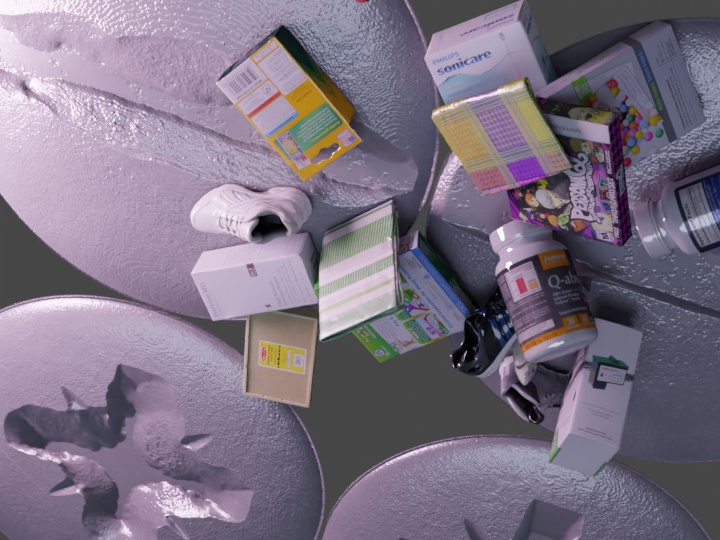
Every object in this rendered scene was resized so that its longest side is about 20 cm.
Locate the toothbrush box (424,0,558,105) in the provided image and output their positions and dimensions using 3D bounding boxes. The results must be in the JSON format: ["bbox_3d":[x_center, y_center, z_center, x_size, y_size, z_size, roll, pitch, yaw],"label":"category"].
[{"bbox_3d":[0.197,-0.253,1.626,0.145,0.086,0.201,-17,119,24],"label":"toothbrush box"}]

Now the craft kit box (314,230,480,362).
[{"bbox_3d":[0.061,0.046,1.863,0.196,0.049,0.200,-24,128,23],"label":"craft kit box"}]

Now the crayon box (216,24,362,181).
[{"bbox_3d":[-0.100,-0.245,1.723,0.125,0.052,0.200,-31,111,29],"label":"crayon box"}]

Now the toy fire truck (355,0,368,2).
[{"bbox_3d":[-0.007,-0.468,1.531,0.167,0.112,0.201,34,128,19],"label":"toy fire truck"}]

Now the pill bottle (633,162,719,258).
[{"bbox_3d":[0.497,-0.088,1.650,0.199,0.111,0.111,-22,116,25],"label":"pill bottle"}]

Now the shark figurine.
[{"bbox_3d":[0.310,0.070,1.840,0.089,0.128,0.215,25,111,-35],"label":"shark figurine"}]

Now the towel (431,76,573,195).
[{"bbox_3d":[0.188,-0.177,1.563,0.199,0.023,0.144,-13,115,56],"label":"towel"}]

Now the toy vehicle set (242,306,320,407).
[{"bbox_3d":[-0.137,0.143,2.009,0.123,0.027,0.201,12,125,6],"label":"toy vehicle set"}]

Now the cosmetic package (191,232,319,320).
[{"bbox_3d":[-0.164,0.011,1.899,0.198,0.074,0.102,-12,120,19],"label":"cosmetic package"}]

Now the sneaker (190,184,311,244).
[{"bbox_3d":[-0.181,-0.082,1.822,0.198,0.100,0.078,-5,122,16],"label":"sneaker"}]

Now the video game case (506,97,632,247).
[{"bbox_3d":[0.271,-0.137,1.566,0.180,0.036,0.201,19,140,36],"label":"video game case"}]

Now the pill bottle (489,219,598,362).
[{"bbox_3d":[0.268,0.026,1.728,0.116,0.116,0.202,-25,75,27],"label":"pill bottle"}]

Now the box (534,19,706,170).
[{"bbox_3d":[0.355,-0.222,1.584,0.199,0.041,0.157,-30,115,-2],"label":"box"}]

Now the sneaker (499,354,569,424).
[{"bbox_3d":[0.316,0.218,1.897,0.198,0.116,0.075,18,126,1],"label":"sneaker"}]

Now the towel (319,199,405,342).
[{"bbox_3d":[0.000,0.000,1.781,0.152,0.201,0.023,-23,140,27],"label":"towel"}]

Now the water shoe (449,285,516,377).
[{"bbox_3d":[0.209,0.080,1.820,0.078,0.071,0.201,11,110,-35],"label":"water shoe"}]

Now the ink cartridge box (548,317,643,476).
[{"bbox_3d":[0.363,0.195,1.797,0.084,0.201,0.146,17,152,3],"label":"ink cartridge box"}]
